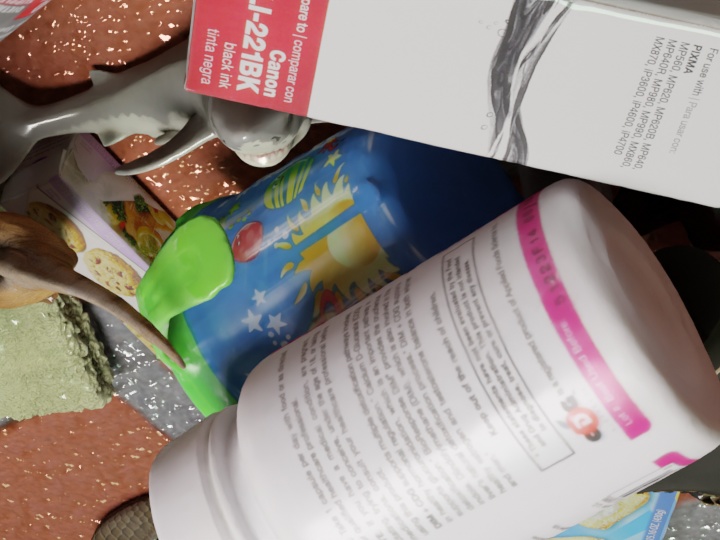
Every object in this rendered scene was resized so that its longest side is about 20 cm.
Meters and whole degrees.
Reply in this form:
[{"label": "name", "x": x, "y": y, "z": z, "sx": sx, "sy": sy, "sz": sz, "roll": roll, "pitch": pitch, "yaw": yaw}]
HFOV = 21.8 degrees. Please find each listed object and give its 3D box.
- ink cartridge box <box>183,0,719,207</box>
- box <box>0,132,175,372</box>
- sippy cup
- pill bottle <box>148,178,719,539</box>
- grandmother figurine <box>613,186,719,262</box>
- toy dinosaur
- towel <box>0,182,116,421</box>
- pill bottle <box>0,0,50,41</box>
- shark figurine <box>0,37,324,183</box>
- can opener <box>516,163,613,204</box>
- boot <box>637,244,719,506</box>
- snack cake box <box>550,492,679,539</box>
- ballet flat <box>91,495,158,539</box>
[{"label": "ink cartridge box", "x": 0.050, "y": -0.118, "z": 0.673, "sx": 0.200, "sy": 0.144, "sz": 0.084, "roll": 12, "pitch": 137, "yaw": 0}, {"label": "box", "x": -0.091, "y": 0.012, "z": 0.908, "sx": 0.041, "sy": 0.039, "sz": 0.200, "roll": -19, "pitch": 128, "yaw": 30}, {"label": "sippy cup", "x": 0.000, "y": 0.000, "z": 0.806, "sx": 0.140, "sy": 0.178, "sz": 0.130, "roll": 46, "pitch": 128, "yaw": -7}, {"label": "pill bottle", "x": 0.026, "y": 0.061, "z": 0.708, "sx": 0.200, "sy": 0.113, "sz": 0.113, "roll": -31, "pitch": 123, "yaw": 19}, {"label": "grandmother figurine", "x": 0.163, "y": -0.024, "z": 0.813, "sx": 0.121, "sy": 0.061, "sz": 0.200, "roll": -14, "pitch": 128, "yaw": 26}, {"label": "toy dinosaur", "x": -0.143, "y": -0.004, "z": 0.794, "sx": 0.106, "sy": 0.060, "sz": 0.200, "roll": 7, "pitch": -177, "yaw": -18}, {"label": "towel", "x": -0.217, "y": 0.005, "z": 0.928, "sx": 0.148, "sy": 0.037, "sz": 0.200, "roll": -9, "pitch": 130, "yaw": 20}, {"label": "pill bottle", "x": -0.204, "y": -0.116, "z": 0.746, "sx": 0.200, "sy": 0.114, "sz": 0.114, "roll": -31, "pitch": 122, "yaw": 35}, {"label": "shark figurine", "x": -0.085, "y": -0.090, "z": 0.796, "sx": 0.214, "sy": 0.128, "sz": 0.090, "roll": 2, "pitch": 109, "yaw": 41}, {"label": "can opener", "x": 0.100, "y": -0.023, "z": 0.784, "sx": 0.066, "sy": 0.053, "sz": 0.200, "roll": -8, "pitch": 141, "yaw": 14}, {"label": "boot", "x": 0.107, "y": 0.089, "z": 0.809, "sx": 0.200, "sy": 0.078, "sz": 0.138, "roll": -34, "pitch": 137, "yaw": 21}, {"label": "snack cake box", "x": 0.096, "y": 0.110, "z": 0.952, "sx": 0.115, "sy": 0.067, "sz": 0.200, "roll": 9, "pitch": 136, "yaw": 1}, {"label": "ballet flat", "x": -0.064, "y": 0.155, "z": 1.042, "sx": 0.200, "sy": 0.046, "sz": 0.067, "roll": -9, "pitch": 132, "yaw": 19}]
